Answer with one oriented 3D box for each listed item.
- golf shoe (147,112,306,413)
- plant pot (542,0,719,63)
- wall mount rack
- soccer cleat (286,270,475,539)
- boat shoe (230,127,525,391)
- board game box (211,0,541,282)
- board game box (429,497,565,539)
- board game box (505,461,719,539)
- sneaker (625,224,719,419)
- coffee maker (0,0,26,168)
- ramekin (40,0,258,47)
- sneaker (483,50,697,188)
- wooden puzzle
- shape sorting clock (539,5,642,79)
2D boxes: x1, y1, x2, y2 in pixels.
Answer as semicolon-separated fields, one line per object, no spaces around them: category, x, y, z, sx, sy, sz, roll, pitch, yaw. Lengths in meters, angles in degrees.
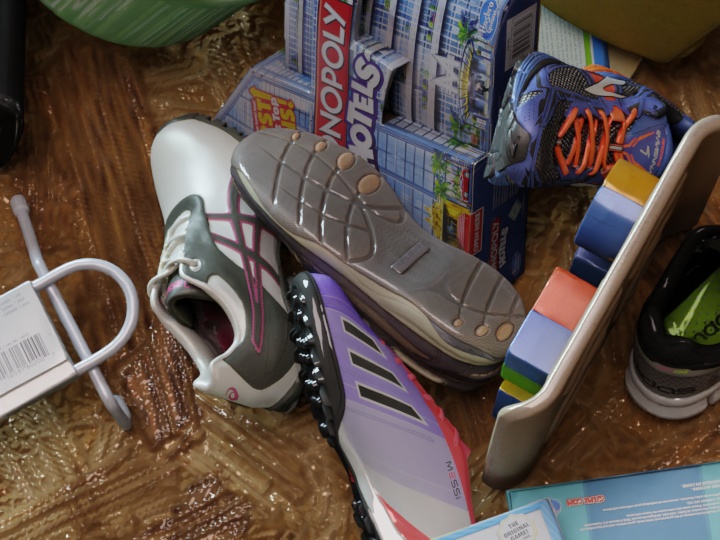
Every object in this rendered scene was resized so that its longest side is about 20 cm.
golf shoe;-0.083;-0.010;1.450;0.077;0.088;0.200;-47;58;35
plant pot;0.177;-0.239;1.441;0.195;0.194;0.200;-37;91;-21
wall mount rack;-0.226;0.043;1.477;0.200;0.075;0.174;-28;69;-2
soccer cleat;0.019;0.088;1.387;0.073;0.068;0.200;-22;93;-10
boat shoe;0.000;0.000;1.415;0.200;0.073;0.074;41;49;18
board game box;0.003;-0.103;1.446;0.200;0.200;0.062;24;40;31
board game box;0.029;0.215;1.314;0.200;0.034;0.134;-19;63;-2
board game box;0.165;0.208;1.347;0.151;0.047;0.200;-8;67;7
sneaker;0.225;-0.002;1.400;0.200;0.087;0.074;-41;67;-8
coffee maker;-0.241;-0.171;1.530;0.192;0.135;0.200;-3;68;9
ramekin;-0.126;-0.231;1.502;0.200;0.098;0.200;14;62;-29
sneaker;0.132;-0.078;1.391;0.078;0.200;0.075;19;107;25
wooden puzzle;0.122;0.015;1.357;0.046;0.185;0.200;33;76;9
shape sorting clock;0.077;-0.163;1.519;0.200;0.039;0.200;1;71;-2
